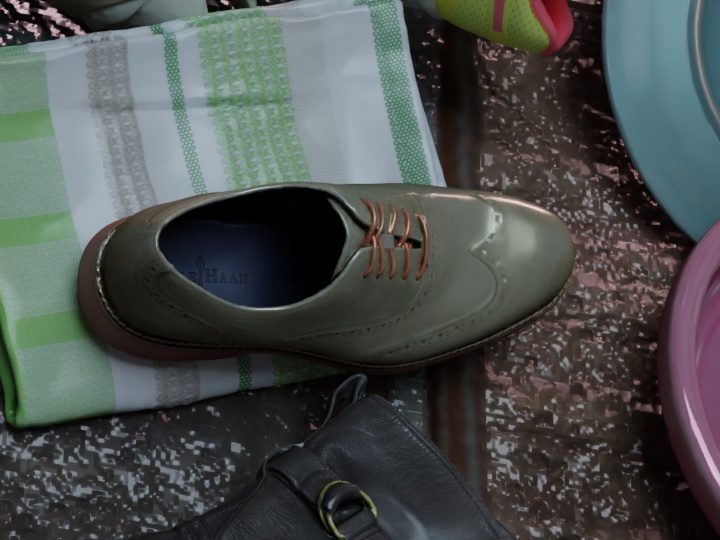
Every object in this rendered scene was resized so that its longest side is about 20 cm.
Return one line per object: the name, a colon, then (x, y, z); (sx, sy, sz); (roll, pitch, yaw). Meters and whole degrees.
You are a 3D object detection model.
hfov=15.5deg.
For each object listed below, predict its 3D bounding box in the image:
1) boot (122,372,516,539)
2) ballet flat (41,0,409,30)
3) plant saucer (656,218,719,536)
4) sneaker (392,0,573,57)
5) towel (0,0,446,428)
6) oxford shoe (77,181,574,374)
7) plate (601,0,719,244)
boot: (-0.003, 0.140, 0.928); (0.173, 0.069, 0.201); (-22, 69, -31)
ballet flat: (-0.056, -0.118, 1.071); (0.199, 0.070, 0.070); (-12, 65, -30)
plant saucer: (0.205, 0.062, 1.073); (0.199, 0.051, 0.202); (11, 59, -18)
sneaker: (0.091, -0.173, 1.038); (0.090, 0.201, 0.078); (35, 25, 15)
towel: (-0.055, -0.027, 1.012); (0.199, 0.031, 0.150); (-11, 79, -28)
oxford shoe: (0.000, 0.000, 0.977); (0.199, 0.074, 0.071); (-7, 80, -25)
plate: (0.194, -0.090, 1.140); (0.199, 0.026, 0.202); (5, 79, -27)
